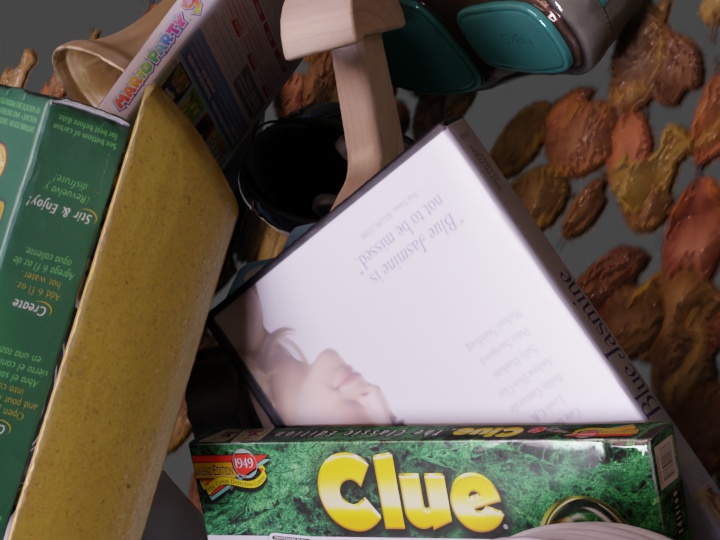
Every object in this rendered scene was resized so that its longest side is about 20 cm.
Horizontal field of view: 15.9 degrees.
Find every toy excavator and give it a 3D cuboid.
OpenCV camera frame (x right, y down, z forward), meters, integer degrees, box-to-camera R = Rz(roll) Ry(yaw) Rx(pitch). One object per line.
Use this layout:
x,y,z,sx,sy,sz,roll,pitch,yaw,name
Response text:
0.000,0.000,1.071,0.100,0.195,0.200,-13,30,23,toy excavator

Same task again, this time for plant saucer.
-0.095,0.045,1.002,0.200,0.048,0.201,137,150,-79,plant saucer

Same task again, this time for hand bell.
-0.052,-0.146,1.292,0.200,0.104,0.104,-51,24,-18,hand bell

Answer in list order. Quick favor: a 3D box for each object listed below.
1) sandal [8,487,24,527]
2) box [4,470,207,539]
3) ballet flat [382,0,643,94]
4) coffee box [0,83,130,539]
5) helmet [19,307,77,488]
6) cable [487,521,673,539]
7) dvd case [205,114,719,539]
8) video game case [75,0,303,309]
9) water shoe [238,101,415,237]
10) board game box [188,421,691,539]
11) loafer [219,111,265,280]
-0.179,0.118,1.177,0.082,0.055,0.200,-50,-7,11,sandal
-0.131,0.203,1.138,0.124,0.097,0.200,45,110,23,box
0.059,-0.118,1.159,0.064,0.067,0.200,-46,23,-20,ballet flat
-0.168,0.022,1.051,0.123,0.044,0.201,15,88,52,coffee box
-0.211,0.023,1.371,0.200,0.199,0.192,-23,60,52,helmet
0.064,0.184,0.850,0.200,0.069,0.201,-41,60,30,cable
0.042,0.063,0.939,0.143,0.018,0.200,-38,84,35,dvd case
-0.076,-0.075,1.157,0.200,0.018,0.143,-55,-14,-9,video game case
-0.022,-0.053,1.217,0.200,0.079,0.072,15,83,62,water shoe
0.030,0.108,0.938,0.199,0.023,0.105,-4,101,34,board game box
-0.095,-0.033,1.341,0.071,0.068,0.201,88,-165,-55,loafer
